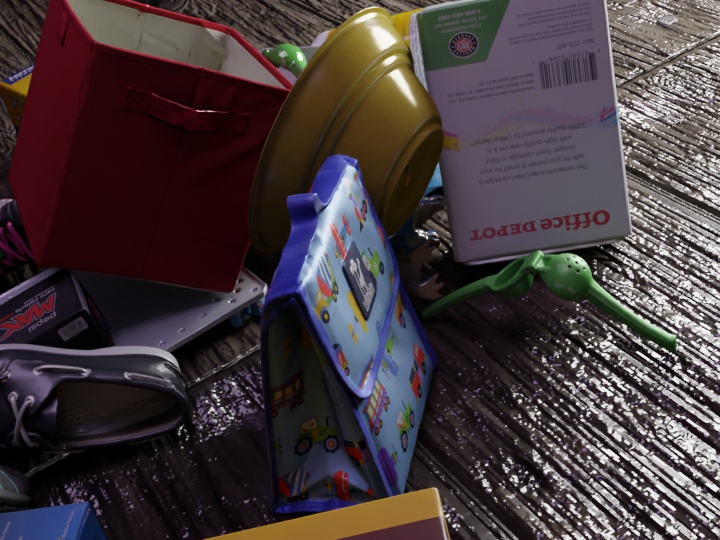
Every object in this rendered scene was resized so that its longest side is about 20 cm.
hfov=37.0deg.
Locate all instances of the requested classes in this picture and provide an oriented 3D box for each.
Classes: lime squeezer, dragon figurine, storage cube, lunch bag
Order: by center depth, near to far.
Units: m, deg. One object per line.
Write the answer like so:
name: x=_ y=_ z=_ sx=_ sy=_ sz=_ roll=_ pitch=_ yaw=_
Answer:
lunch bag: x=-0.019 y=0.035 z=0.702 sx=0.092 sy=0.203 sz=0.152 roll=-1 pitch=36 yaw=17
lime squeezer: x=0.131 y=0.015 z=0.790 sx=0.197 sy=0.071 sz=0.038 roll=5 pitch=55 yaw=27
dragon figurine: x=0.000 y=0.000 z=0.863 sx=0.198 sy=0.060 sz=0.099 roll=-26 pitch=25 yaw=-19
storage cube: x=-0.177 y=-0.108 z=0.879 sx=0.168 sy=0.182 sz=0.200 roll=8 pitch=24 yaw=-31
lime squeezer: x=-0.083 y=-0.166 z=0.986 sx=0.198 sy=0.072 sz=0.037 roll=-6 pitch=-3 yaw=43

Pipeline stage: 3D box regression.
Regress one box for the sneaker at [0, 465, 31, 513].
sneaker: x=-0.271 y=0.119 z=0.688 sx=0.074 sy=0.200 sz=0.081 roll=-11 pitch=72 yaw=9

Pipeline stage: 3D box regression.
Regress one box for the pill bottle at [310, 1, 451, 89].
pill bottle: x=0.013 y=-0.195 z=1.089 sx=0.196 sy=0.112 sz=0.112 roll=-9 pitch=34 yaw=18

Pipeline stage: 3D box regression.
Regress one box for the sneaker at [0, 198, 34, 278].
sneaker: x=-0.331 y=-0.023 z=0.995 sx=0.198 sy=0.074 sz=0.088 roll=0 pitch=41 yaw=45

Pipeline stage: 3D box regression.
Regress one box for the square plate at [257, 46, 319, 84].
square plate: x=-0.078 y=-0.121 z=0.997 sx=0.198 sy=0.028 sz=0.200 roll=11 pitch=68 yaw=49

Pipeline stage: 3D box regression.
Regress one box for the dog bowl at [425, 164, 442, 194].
dog bowl: x=0.023 y=-0.090 z=0.998 sx=0.198 sy=0.050 sz=0.111 roll=-31 pitch=38 yaw=-24

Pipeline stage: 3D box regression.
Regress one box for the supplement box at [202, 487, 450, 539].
supplement box: x=-0.031 y=0.236 z=0.482 sx=0.194 sy=0.135 sz=0.201 roll=-12 pitch=34 yaw=1

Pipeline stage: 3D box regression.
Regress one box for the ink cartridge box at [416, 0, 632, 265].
ink cartridge box: x=0.131 y=-0.119 z=0.859 sx=0.143 sy=0.204 sz=0.088 roll=-9 pitch=14 yaw=8

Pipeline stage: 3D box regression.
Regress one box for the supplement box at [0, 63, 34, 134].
supplement box: x=-0.279 y=-0.156 z=1.144 sx=0.108 sy=0.111 sz=0.198 roll=-36 pitch=40 yaw=-30

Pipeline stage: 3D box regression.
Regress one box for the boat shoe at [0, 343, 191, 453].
boat shoe: x=-0.219 y=0.094 z=0.767 sx=0.197 sy=0.077 sz=0.060 roll=-9 pitch=26 yaw=-20

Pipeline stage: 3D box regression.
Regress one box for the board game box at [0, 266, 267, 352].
board game box: x=-0.206 y=0.034 z=0.925 sx=0.198 sy=0.026 sz=0.199 roll=-31 pitch=39 yaw=-23

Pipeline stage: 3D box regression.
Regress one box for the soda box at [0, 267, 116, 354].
soda box: x=-0.286 y=0.084 z=0.813 sx=0.198 sy=0.064 sz=0.071 roll=-31 pitch=39 yaw=-8

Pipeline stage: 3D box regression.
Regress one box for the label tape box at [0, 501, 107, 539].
label tape box: x=-0.260 y=0.223 z=0.641 sx=0.196 sy=0.064 sz=0.145 roll=-9 pitch=34 yaw=9

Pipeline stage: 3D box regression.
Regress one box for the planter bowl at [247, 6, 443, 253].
planter bowl: x=0.006 y=-0.083 z=0.797 sx=0.083 sy=0.202 sz=0.201 roll=29 pitch=48 yaw=15
